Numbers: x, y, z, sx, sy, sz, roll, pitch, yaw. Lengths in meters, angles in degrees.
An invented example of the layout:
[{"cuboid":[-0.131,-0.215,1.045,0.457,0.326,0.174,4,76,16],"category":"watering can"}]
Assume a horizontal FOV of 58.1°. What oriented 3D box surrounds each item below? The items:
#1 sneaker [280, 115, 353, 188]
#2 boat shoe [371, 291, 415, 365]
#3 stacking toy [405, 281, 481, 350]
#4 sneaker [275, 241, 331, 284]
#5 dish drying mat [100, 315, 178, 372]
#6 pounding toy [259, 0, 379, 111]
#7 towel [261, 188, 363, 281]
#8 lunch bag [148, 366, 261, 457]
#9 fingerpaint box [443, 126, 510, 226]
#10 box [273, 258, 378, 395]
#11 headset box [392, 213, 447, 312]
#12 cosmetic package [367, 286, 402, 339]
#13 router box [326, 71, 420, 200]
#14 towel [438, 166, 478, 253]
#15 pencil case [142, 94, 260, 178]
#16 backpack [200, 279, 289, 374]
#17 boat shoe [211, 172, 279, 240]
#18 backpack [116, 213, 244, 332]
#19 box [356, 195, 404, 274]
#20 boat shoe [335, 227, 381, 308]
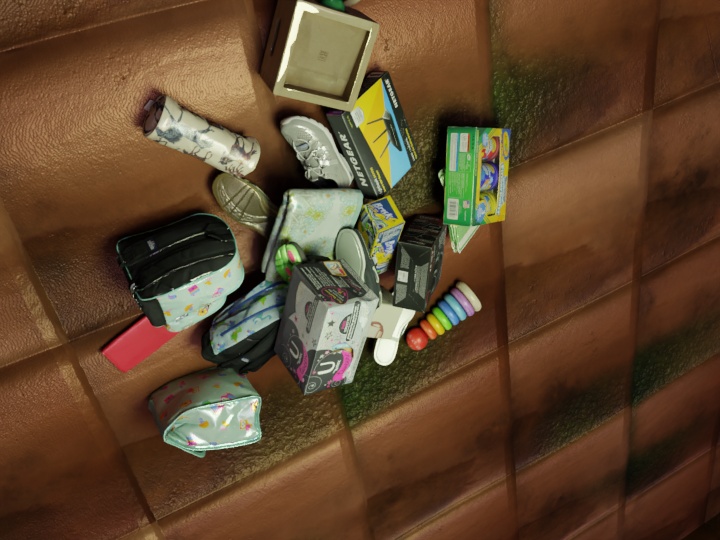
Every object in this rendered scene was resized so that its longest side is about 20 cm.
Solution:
[{"cuboid":[-0.081,-0.211,1.234,0.200,0.074,0.083,43,50,-37],"category":"sneaker"},{"cuboid":[0.076,0.121,1.518,0.072,0.062,0.202,21,87,-7],"category":"boat shoe"},{"cuboid":[0.193,0.118,1.570,0.199,0.085,0.086,-39,126,-2],"category":"stacking toy"},{"cuboid":[-0.096,-0.001,1.240,0.085,0.076,0.200,-64,146,-21],"category":"sneaker"},{"cuboid":[-0.402,0.115,1.265,0.199,0.018,0.077,-39,127,-9],"category":"dish drying mat"},{"cuboid":[-0.063,-0.412,1.146,0.182,0.143,0.202,5,119,-29],"category":"pounding toy"},{"cuboid":[-0.094,-0.069,1.252,0.170,0.048,0.202,-9,134,-41],"category":"towel"},{"cuboid":[-0.314,0.280,1.299,0.198,0.170,0.124,-8,110,-25],"category":"lunch bag"},{"cuboid":[0.251,-0.203,1.385,0.166,0.073,0.203,-13,108,-52],"category":"fingerpaint box"},{"cuboid":[-0.067,0.102,1.178,0.114,0.132,0.202,-9,130,-35],"category":"box"},{"cuboid":[0.133,-0.024,1.410,0.200,0.076,0.151,-50,148,-61],"category":"headset box"},{"cuboid":[-0.020,0.082,1.414,0.198,0.103,0.088,10,110,-31],"category":"cosmetic package"},{"cuboid":[0.030,-0.263,1.277,0.149,0.051,0.201,-48,131,-25],"category":"router box"},{"cuboid":[0.228,-0.162,1.448,0.153,0.023,0.202,-47,132,-40],"category":"towel"},{"cuboid":[-0.276,-0.232,1.126,0.198,0.090,0.078,22,107,-33],"category":"pencil case"},{"cuboid":[-0.195,0.109,1.290,0.198,0.156,0.162,-22,151,30],"category":"backpack"},{"cuboid":[-0.203,-0.120,1.247,0.200,0.063,0.073,35,102,-30],"category":"boat shoe"},{"cuboid":[-0.310,-0.002,1.166,0.198,0.176,0.154,-30,141,-13],"category":"backpack"},{"cuboid":[0.032,-0.063,1.332,0.064,0.071,0.201,-21,157,-19],"category":"box"},{"cuboid":[0.000,0.000,1.303,0.060,0.075,0.202,-34,130,-39],"category":"boat shoe"}]
